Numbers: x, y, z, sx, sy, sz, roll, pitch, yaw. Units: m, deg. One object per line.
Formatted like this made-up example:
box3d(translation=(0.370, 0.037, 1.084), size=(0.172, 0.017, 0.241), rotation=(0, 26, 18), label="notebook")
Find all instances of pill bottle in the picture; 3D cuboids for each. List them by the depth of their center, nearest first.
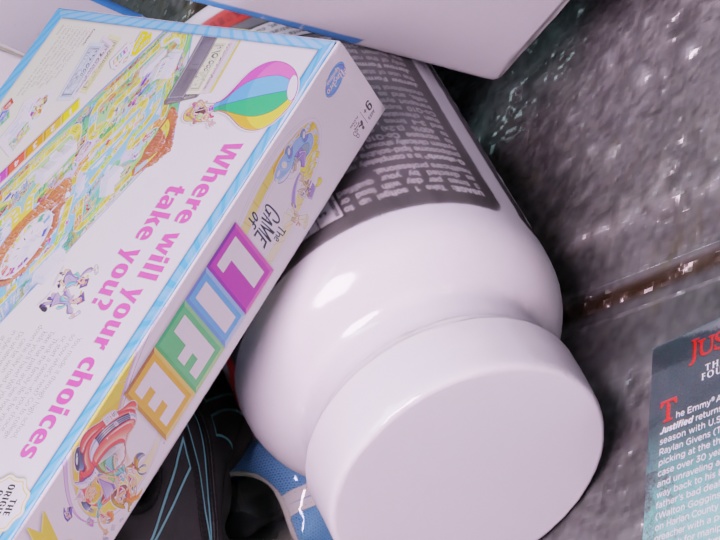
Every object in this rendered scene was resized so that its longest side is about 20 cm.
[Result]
box3d(translation=(0.000, 0.000, 0.779), size=(0.116, 0.115, 0.201), rotation=(-48, 43, 20), label="pill bottle")

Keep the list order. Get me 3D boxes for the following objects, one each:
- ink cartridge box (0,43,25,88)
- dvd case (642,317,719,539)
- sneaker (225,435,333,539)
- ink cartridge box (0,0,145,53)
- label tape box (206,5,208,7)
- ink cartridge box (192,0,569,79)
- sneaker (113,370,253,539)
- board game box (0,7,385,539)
box3d(translation=(-0.171, 0.028, 0.847), size=(0.146, 0.083, 0.202), rotation=(-35, 40, 59), label="ink cartridge box")
box3d(translation=(0.132, 0.085, 0.617), size=(0.146, 0.022, 0.201), rotation=(-29, 43, 42), label="dvd case")
box3d(translation=(-0.085, 0.090, 0.857), size=(0.199, 0.072, 0.073), rotation=(-15, 45, 31), label="sneaker")
box3d(translation=(-0.196, -0.081, 1.078), size=(0.200, 0.145, 0.085), rotation=(139, 151, -68), label="ink cartridge box")
box3d(translation=(-0.024, -0.073, 0.947), size=(0.201, 0.063, 0.144), rotation=(-53, 30, 11), label="label tape box")
box3d(translation=(0.003, -0.197, 0.782), size=(0.145, 0.146, 0.201), rotation=(-48, 50, 34), label="ink cartridge box")
box3d(translation=(-0.075, 0.051, 0.764), size=(0.075, 0.080, 0.201), rotation=(-20, 36, 5), label="sneaker")
box3d(translation=(-0.096, 0.007, 0.718), size=(0.134, 0.034, 0.201), rotation=(12, 60, 41), label="board game box")
